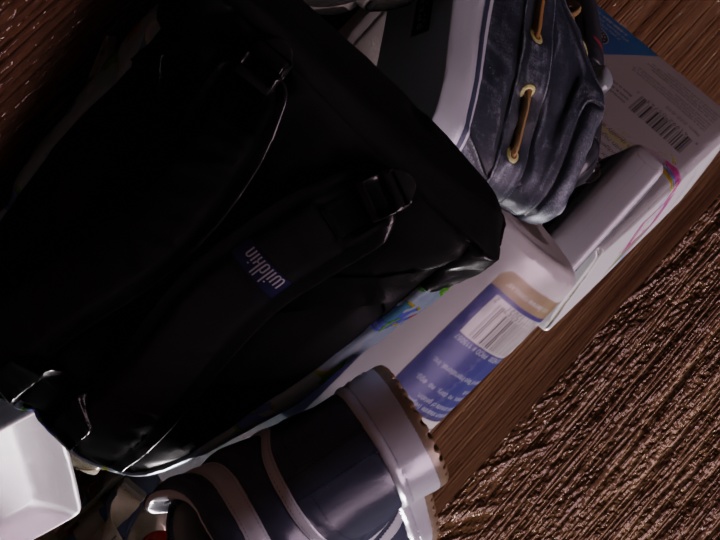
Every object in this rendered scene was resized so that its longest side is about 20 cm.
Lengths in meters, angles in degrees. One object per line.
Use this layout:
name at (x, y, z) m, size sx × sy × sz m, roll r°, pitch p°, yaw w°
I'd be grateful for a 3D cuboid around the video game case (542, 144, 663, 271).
video game case at (0.076, 0.018, 1.222) m, size 0.200 × 0.023 × 0.182 m, roll -48°, pitch 180°, yaw 1°

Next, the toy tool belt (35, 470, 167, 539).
toy tool belt at (-0.128, 0.173, 1.324) m, size 0.123 × 0.125 × 0.200 m, roll -47°, pitch -170°, yaw 14°

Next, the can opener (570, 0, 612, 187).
can opener at (0.096, -0.105, 1.172) m, size 0.200 × 0.063 × 0.079 m, roll -73°, pitch 150°, yaw -54°

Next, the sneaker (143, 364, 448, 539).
sneaker at (-0.026, 0.100, 0.959) m, size 0.108 × 0.070 × 0.200 m, roll -32°, pitch 168°, yaw -9°

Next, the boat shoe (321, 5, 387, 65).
boat shoe at (0.002, -0.110, 1.091) m, size 0.200 × 0.060 × 0.074 m, roll -49°, pitch 139°, yaw -27°

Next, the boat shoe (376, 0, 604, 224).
boat shoe at (0.064, -0.122, 1.026) m, size 0.071 × 0.091 × 0.201 m, roll -7°, pitch -114°, yaw 52°

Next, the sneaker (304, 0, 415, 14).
sneaker at (0.024, -0.171, 0.934) m, size 0.080 × 0.084 × 0.200 m, roll 3°, pitch 149°, yaw -42°

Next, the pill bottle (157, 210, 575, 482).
pill bottle at (-0.005, 0.034, 1.091) m, size 0.200 × 0.111 × 0.111 m, roll -45°, pitch 171°, yaw 10°

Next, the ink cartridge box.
ink cartridge box at (0.127, -0.074, 1.497) m, size 0.200 × 0.144 × 0.085 m, roll -39°, pitch 166°, yaw -48°

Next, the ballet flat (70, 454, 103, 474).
ballet flat at (-0.108, 0.023, 1.063) m, size 0.200 × 0.062 × 0.068 m, roll -58°, pitch -171°, yaw 40°

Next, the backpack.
backpack at (-0.063, -0.009, 0.922) m, size 0.200 × 0.163 × 0.154 m, roll -46°, pitch -174°, yaw 16°

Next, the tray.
tray at (-0.185, 0.106, 1.086) m, size 0.107 × 0.022 × 0.200 m, roll -29°, pitch 164°, yaw -13°
